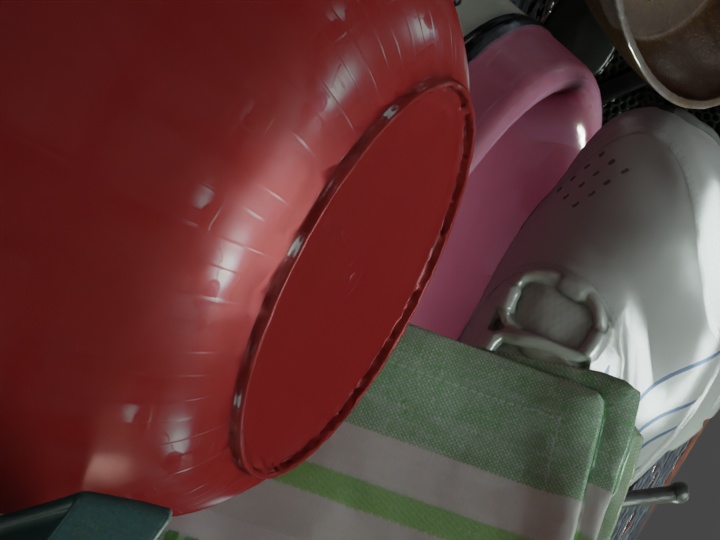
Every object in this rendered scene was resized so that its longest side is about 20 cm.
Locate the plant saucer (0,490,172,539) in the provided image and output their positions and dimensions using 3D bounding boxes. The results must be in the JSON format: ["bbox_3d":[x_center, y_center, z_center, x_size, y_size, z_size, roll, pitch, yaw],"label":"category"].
[{"bbox_3d":[-0.093,0.081,0.627,0.070,0.019,0.200,-54,-168,-19],"label":"plant saucer"}]

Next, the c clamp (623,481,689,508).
[{"bbox_3d":[0.061,0.064,1.048,0.170,0.027,0.200,-12,163,-14],"label":"c clamp"}]

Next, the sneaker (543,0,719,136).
[{"bbox_3d":[0.080,-0.003,1.024,0.200,0.114,0.076,-55,164,2],"label":"sneaker"}]

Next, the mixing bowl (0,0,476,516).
[{"bbox_3d":[-0.044,-0.022,0.644,0.200,0.108,0.200,-54,161,-28],"label":"mixing bowl"}]

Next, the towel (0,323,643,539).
[{"bbox_3d":[-0.024,0.098,0.724,0.023,0.152,0.201,105,3,-67],"label":"towel"}]

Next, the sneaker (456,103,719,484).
[{"bbox_3d":[0.049,0.046,0.836,0.087,0.074,0.201,0,116,-65],"label":"sneaker"}]

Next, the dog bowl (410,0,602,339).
[{"bbox_3d":[0.000,0.000,0.863,0.200,0.074,0.200,-53,162,-26],"label":"dog bowl"}]

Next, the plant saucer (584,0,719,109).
[{"bbox_3d":[0.114,-0.154,0.950,0.200,0.034,0.201,-33,131,-49],"label":"plant saucer"}]
